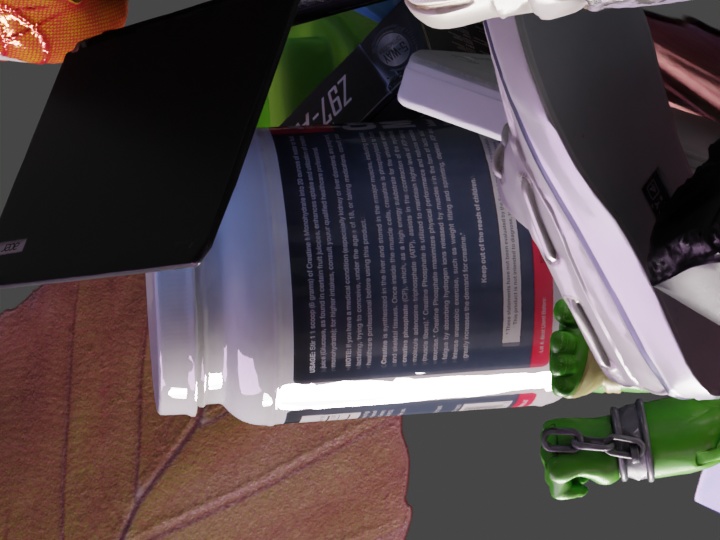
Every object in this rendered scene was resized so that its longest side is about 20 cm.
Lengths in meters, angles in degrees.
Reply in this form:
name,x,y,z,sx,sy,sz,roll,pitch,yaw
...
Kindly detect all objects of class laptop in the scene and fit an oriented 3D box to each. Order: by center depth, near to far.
name,x,y,z,sx,sy,sz,roll,pitch,yaw
laptop,-0.046,-0.065,0.826,0.199,0.104,0.177,-14,-174,-39

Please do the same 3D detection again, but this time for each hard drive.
name,x,y,z,sx,sy,sz,roll,pitch,yaw
hard drive,0.131,-0.050,0.817,0.199,0.026,0.132,23,-166,25

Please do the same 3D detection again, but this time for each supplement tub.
name,x,y,z,sx,sy,sz,roll,pitch,yaw
supplement tub,0.000,0.000,0.919,0.199,0.141,0.140,-3,-171,-9

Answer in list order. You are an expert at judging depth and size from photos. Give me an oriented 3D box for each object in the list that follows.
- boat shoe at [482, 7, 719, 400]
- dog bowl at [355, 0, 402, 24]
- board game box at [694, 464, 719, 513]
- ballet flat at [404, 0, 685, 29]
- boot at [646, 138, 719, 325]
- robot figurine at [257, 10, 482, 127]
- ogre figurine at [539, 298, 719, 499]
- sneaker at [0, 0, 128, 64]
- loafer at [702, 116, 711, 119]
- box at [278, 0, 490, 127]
name,x,y,z,sx,sy,sz,roll,pitch,yaw
boat shoe,0.080,-0.036,0.721,0.065,0.074,0.201,-5,116,46
dog bowl,-0.028,-0.180,1.037,0.200,0.050,0.111,33,-176,42
board game box,0.309,0.098,1.055,0.199,0.041,0.199,25,-140,20
ballet flat,0.019,-0.114,0.591,0.200,0.072,0.072,32,-177,17
boot,0.172,0.031,0.699,0.168,0.200,0.077,29,-141,-5
robot figurine,0.017,-0.100,1.144,0.199,0.116,0.175,-7,180,-39
ogre figurine,0.154,0.024,0.839,0.119,0.099,0.200,3,-162,19
sneaker,-0.152,-0.137,0.856,0.077,0.073,0.200,4,171,24
loafer,0.181,-0.036,1.008,0.199,0.070,0.075,24,-161,-40
box,0.053,-0.052,1.038,0.199,0.160,0.044,18,-137,-39
